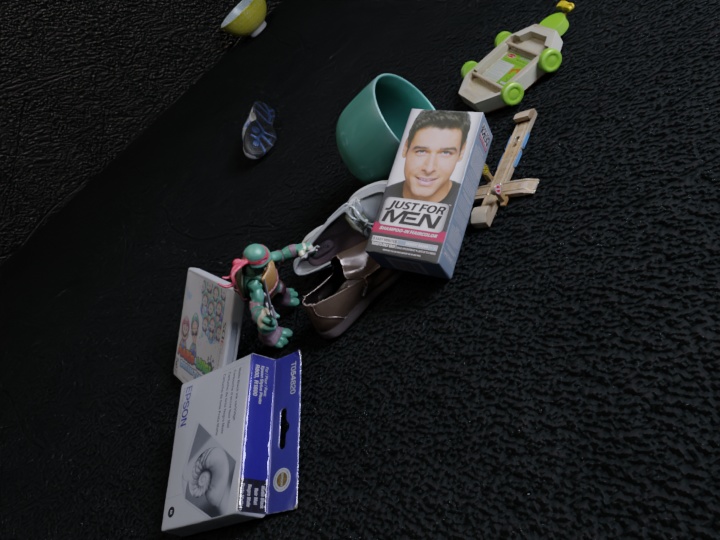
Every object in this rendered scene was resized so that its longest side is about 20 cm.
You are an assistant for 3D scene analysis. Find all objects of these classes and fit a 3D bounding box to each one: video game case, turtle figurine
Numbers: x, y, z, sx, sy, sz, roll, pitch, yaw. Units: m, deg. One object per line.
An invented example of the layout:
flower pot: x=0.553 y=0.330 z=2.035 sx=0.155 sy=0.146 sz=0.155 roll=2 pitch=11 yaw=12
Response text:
video game case: x=-0.236 y=0.100 z=0.934 sx=0.200 sy=0.024 sz=0.183 roll=16 pitch=98 yaw=55
turtle figurine: x=-0.118 y=0.017 z=0.818 sx=0.100 sy=0.200 sz=0.150 roll=23 pitch=61 yaw=11

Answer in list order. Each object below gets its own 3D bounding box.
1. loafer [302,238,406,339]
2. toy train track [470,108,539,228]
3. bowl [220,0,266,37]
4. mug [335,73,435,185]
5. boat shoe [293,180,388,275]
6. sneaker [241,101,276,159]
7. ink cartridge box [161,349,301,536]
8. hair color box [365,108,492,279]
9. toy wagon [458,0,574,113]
loafer: x=0.000 y=0.000 z=0.810 sx=0.200 sy=0.071 sz=0.073 roll=-50 pitch=33 yaw=-6
toy train track: x=0.184 y=-0.142 z=0.791 sx=0.114 sy=0.033 sz=0.200 roll=-3 pitch=51 yaw=47
bowl: x=-0.421 y=-0.953 z=2.316 sx=0.200 sy=0.108 sz=0.201 roll=-29 pitch=36 yaw=24
mug: x=0.037 y=-0.180 z=0.891 sx=0.114 sy=0.152 sz=0.185 roll=-34 pitch=35 yaw=39
boat shoe: x=-0.018 y=-0.055 z=0.878 sx=0.202 sy=0.074 sz=0.065 roll=-30 pitch=18 yaw=31
sneaker: x=-0.248 y=-0.323 z=1.471 sx=0.077 sy=0.076 sz=0.200 roll=-51 pitch=24 yaw=37
ink cartridge box: x=-0.160 y=0.209 z=0.757 sx=0.200 sy=0.041 sz=0.200 roll=-26 pitch=49 yaw=30
hair color box: x=0.087 y=-0.098 z=0.760 sx=0.099 sy=0.061 sz=0.201 roll=11 pitch=74 yaw=28
toy wagon: x=0.241 y=-0.319 z=0.916 sx=0.200 sy=0.040 sz=0.155 roll=-40 pitch=33 yaw=8
